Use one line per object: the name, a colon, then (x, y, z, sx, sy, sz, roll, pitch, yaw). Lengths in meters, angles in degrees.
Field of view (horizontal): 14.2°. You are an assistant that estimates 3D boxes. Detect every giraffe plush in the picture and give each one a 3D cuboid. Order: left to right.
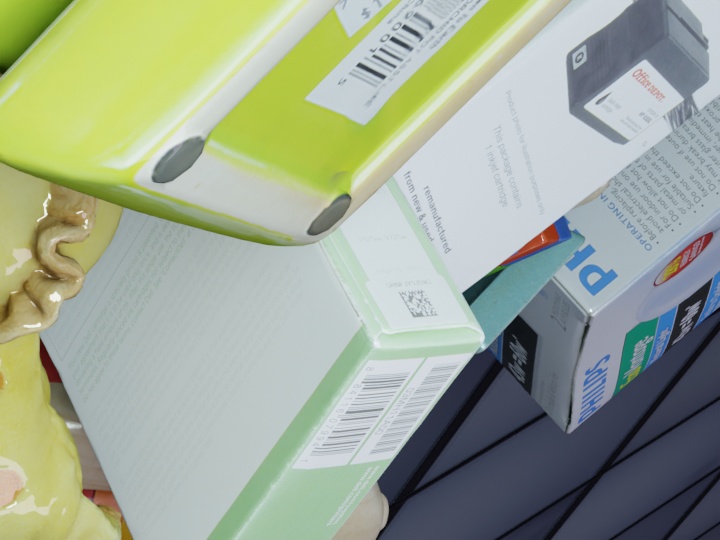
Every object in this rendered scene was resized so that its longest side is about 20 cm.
giraffe plush: (-0.134, 0.000, 0.835, 0.173, 0.200, 0.162, -22, 135, -63)

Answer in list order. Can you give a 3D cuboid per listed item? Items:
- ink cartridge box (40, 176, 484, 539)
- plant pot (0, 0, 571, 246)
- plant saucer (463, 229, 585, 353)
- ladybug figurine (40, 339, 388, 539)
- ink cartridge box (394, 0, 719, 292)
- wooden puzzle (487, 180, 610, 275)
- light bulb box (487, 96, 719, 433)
ink cartridge box: (-0.054, -0.012, 0.899, 0.048, 0.200, 0.146, -4, 144, -37)
plant pot: (-0.038, -0.121, 0.692, 0.200, 0.181, 0.199, -45, 164, 8)
plant saucer: (0.025, 0.000, 1.273, 0.070, 0.019, 0.200, -47, -159, -16)
ladybug figurine: (-0.083, 0.068, 1.050, 0.200, 0.072, 0.136, 12, 147, -25)
ink cartridge box: (0.047, -0.101, 0.984, 0.200, 0.145, 0.084, -37, 139, -15)
wooden puzzle: (0.000, 0.000, 1.116, 0.185, 0.046, 0.200, -23, 172, 16)
light bulb box: (0.139, -0.049, 1.408, 0.200, 0.125, 0.198, -39, 165, -11)
